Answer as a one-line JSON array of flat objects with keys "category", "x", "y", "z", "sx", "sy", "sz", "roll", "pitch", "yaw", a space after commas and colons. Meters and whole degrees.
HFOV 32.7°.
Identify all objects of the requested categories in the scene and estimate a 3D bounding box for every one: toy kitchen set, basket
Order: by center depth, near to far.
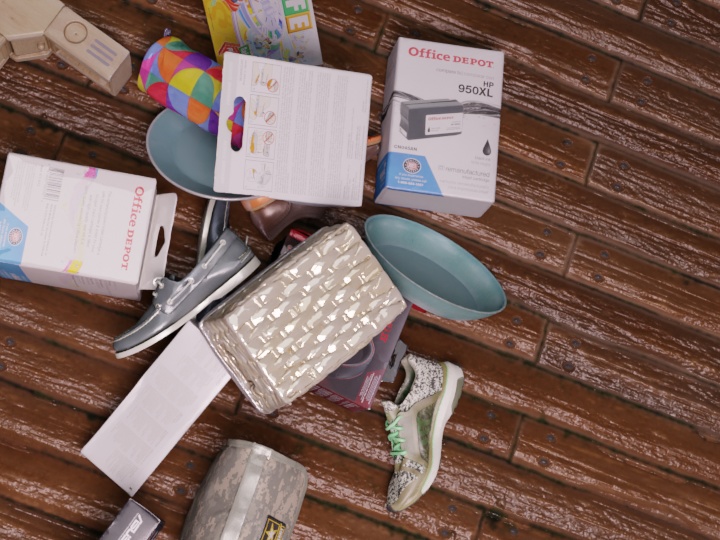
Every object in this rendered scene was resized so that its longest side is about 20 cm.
[{"category": "basket", "x": -0.062, "y": 0.050, "z": 1.379, "sx": 0.199, "sy": 0.123, "sz": 0.136, "roll": -38, "pitch": 94, "yaw": -19}, {"category": "toy kitchen set", "x": -0.404, "y": -0.237, "z": 1.458, "sx": 0.179, "sy": 0.163, "sz": 0.201, "roll": 34, "pitch": 76, "yaw": -1}]

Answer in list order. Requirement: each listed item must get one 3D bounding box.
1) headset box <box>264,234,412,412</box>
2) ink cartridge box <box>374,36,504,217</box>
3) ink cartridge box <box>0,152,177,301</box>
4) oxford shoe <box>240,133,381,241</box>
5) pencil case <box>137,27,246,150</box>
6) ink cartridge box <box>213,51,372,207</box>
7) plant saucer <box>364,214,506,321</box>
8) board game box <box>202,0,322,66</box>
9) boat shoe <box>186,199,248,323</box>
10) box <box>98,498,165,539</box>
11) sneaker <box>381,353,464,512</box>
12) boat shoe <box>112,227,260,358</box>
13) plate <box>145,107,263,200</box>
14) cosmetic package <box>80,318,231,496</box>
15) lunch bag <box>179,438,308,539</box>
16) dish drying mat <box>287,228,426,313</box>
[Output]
[{"category": "headset box", "x": -0.038, "y": 0.071, "z": 1.489, "sx": 0.198, "sy": 0.075, "sz": 0.150, "roll": 27, "pitch": 75, "yaw": -11}, {"category": "ink cartridge box", "x": 0.101, "y": -0.182, "z": 1.565, "sx": 0.143, "sy": 0.084, "sz": 0.203, "roll": 7, "pitch": 78, "yaw": -8}, {"category": "ink cartridge box", "x": -0.323, "y": -0.045, "z": 1.452, "sx": 0.197, "sy": 0.125, "sz": 0.130, "roll": 11, "pitch": 78, "yaw": -7}, {"category": "oxford shoe", "x": -0.053, "y": -0.109, "z": 1.546, "sx": 0.199, "sy": 0.071, "sz": 0.074, "roll": -30, "pitch": 107, "yaw": -11}, {"category": "pencil case", "x": -0.181, "y": -0.215, "z": 1.501, "sx": 0.199, "sy": 0.089, "sz": 0.089, "roll": 34, "pitch": 75, "yaw": 20}, {"category": "ink cartridge box", "x": -0.084, "y": -0.162, "z": 1.447, "sx": 0.198, "sy": 0.050, "sz": 0.165, "roll": 4, "pitch": 92, "yaw": -29}, {"category": "plant saucer", "x": 0.085, "y": 0.003, "z": 1.494, "sx": 0.198, "sy": 0.200, "sz": 0.036, "roll": 29, "pitch": 112, "yaw": -2}, {"category": "board game box", "x": -0.129, "y": -0.337, "z": 1.515, "sx": 0.133, "sy": 0.034, "sz": 0.202, "roll": -15, "pitch": 124, "yaw": -6}, {"category": "boat shoe", "x": -0.172, "y": -0.007, "z": 1.495, "sx": 0.061, "sy": 0.075, "sz": 0.203, "roll": 8, "pitch": 79, "yaw": -5}, {"category": "box", "x": -0.295, "y": 0.349, "z": 1.362, "sx": 0.049, "sy": 0.161, "sz": 0.201, "roll": 36, "pitch": 75, "yaw": 0}, {"category": "sneaker", "x": 0.053, "y": 0.191, "z": 1.483, "sx": 0.088, "sy": 0.077, "sz": 0.202, "roll": 27, "pitch": 68, "yaw": -21}, {"category": "boat shoe", "x": -0.211, "y": 0.026, "z": 1.422, "sx": 0.199, "sy": 0.073, "sz": 0.062, "roll": -36, "pitch": 100, "yaw": -6}, {"category": "plate", "x": -0.165, "y": -0.147, "z": 1.510, "sx": 0.197, "sy": 0.026, "sz": 0.202, "roll": 6, "pitch": 44, "yaw": -6}, {"category": "cosmetic package", "x": -0.231, "y": 0.160, "z": 1.441, "sx": 0.082, "sy": 0.051, "sz": 0.200, "roll": 41, "pitch": 92, "yaw": 1}, {"category": "lunch bag", "x": -0.136, "y": 0.283, "z": 1.380, "sx": 0.116, "sy": 0.200, "sz": 0.166, "roll": 22, "pitch": 76, "yaw": -3}, {"category": "dish drying mat", "x": 0.000, "y": 0.000, "z": 1.518, "sx": 0.198, "sy": 0.077, "sz": 0.018, "roll": 25, "pitch": 78, "yaw": -3}]
